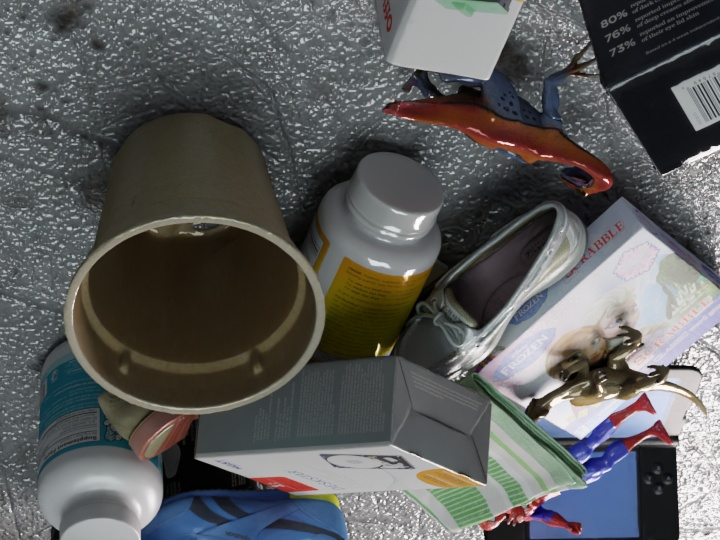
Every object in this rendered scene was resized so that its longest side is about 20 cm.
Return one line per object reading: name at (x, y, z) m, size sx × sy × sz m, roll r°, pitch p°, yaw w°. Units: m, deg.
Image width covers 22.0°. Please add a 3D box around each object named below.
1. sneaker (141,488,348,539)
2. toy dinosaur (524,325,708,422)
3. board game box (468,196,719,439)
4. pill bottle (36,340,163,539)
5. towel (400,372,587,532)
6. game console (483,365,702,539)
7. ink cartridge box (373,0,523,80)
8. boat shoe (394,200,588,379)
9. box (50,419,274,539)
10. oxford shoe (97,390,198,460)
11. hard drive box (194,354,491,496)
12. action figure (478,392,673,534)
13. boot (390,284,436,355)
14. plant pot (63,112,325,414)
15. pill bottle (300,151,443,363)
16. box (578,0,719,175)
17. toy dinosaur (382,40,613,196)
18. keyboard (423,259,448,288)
sneaker at (-0.110, 0.243, 1.653) m, size 0.198 × 0.079 × 0.066 m, roll -3°, pitch 138°, yaw -4°
toy dinosaur at (0.232, 0.097, 1.649) m, size 0.198 × 0.059 × 0.101 m, roll -4°, pitch 151°, yaw -21°
board game box at (0.213, 0.048, 1.645) m, size 0.200 × 0.041 × 0.199 m, roll -43°, pitch 140°, yaw 15°
pill bottle at (-0.230, 0.161, 1.641) m, size 0.110 × 0.201 × 0.111 m, roll -4°, pitch 136°, yaw -4°
towel at (0.093, 0.169, 1.665) m, size 0.152 × 0.023 × 0.200 m, roll 41°, pitch 143°, yaw -16°
game console at (0.224, 0.185, 1.790) m, size 0.198 × 0.177 × 0.116 m, roll 1°, pitch 171°, yaw -8°
ink cartridge box at (0.077, -0.258, 1.302) m, size 0.083 × 0.145 × 0.201 m, roll 9°, pitch 133°, yaw -16°
boat shoe at (0.103, 0.017, 1.557) m, size 0.202 × 0.075 × 0.065 m, roll -40°, pitch 154°, yaw 10°
box at (-0.178, 0.226, 1.768) m, size 0.198 × 0.125 × 0.149 m, roll -15°, pitch 135°, yaw 8°
oxford shoe at (-0.145, 0.089, 1.631) m, size 0.074 × 0.200 × 0.071 m, roll 42°, pitch 131°, yaw 14°
hard drive box at (-0.013, 0.133, 1.554) m, size 0.199 × 0.077 × 0.156 m, roll -7°, pitch 159°, yaw 34°
action figure at (0.201, 0.202, 1.733) m, size 0.199 × 0.099 × 0.065 m, roll -30°, pitch 118°, yaw 7°
boot at (0.090, 0.096, 1.708) m, size 0.168 × 0.077 × 0.200 m, roll -31°, pitch 128°, yaw 25°
plant pot at (-0.134, -0.022, 1.475) m, size 0.199 × 0.184 × 0.201 m, roll -3°, pitch 131°, yaw -4°
pill bottle at (0.000, 0.000, 1.573) m, size 0.108 × 0.110 × 0.201 m, roll 11°, pitch 130°, yaw -18°
box at (0.243, -0.194, 1.350) m, size 0.147 × 0.201 × 0.104 m, roll -25°, pitch 134°, yaw 18°
toy dinosaur at (0.116, -0.104, 1.468) m, size 0.181 × 0.200 × 0.105 m, roll 41°, pitch 141°, yaw -2°
keyboard at (-0.009, 0.041, 1.690) m, size 0.056 × 0.011 × 0.200 m, roll 28°, pitch 126°, yaw -37°
